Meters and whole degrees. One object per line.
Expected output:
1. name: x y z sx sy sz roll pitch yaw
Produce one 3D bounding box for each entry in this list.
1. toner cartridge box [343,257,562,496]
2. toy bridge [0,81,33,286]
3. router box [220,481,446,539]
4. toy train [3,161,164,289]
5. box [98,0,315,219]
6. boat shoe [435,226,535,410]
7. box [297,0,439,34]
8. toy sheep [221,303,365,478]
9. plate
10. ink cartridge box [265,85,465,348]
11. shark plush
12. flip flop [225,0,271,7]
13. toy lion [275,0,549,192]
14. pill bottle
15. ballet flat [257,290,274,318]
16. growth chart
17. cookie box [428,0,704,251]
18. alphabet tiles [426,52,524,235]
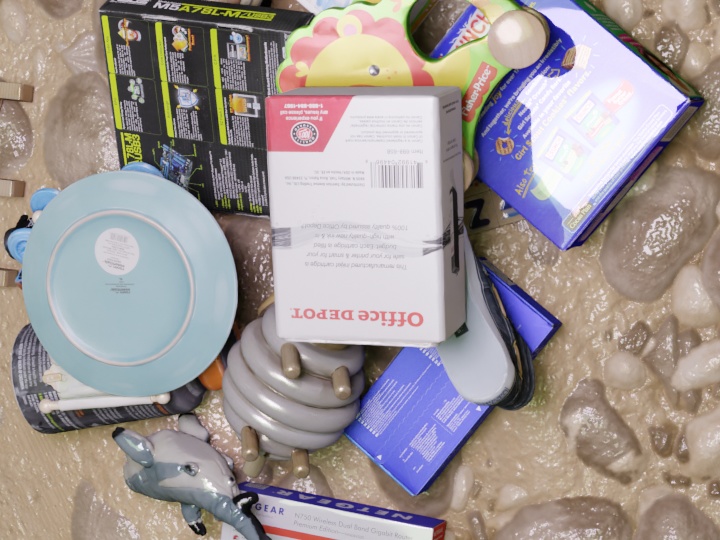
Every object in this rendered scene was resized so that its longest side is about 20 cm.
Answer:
1. toner cartridge box: 0.079 0.094 1.745 0.095 0.043 0.200 41 102 13
2. toy bridge: -0.355 -0.080 1.880 0.067 0.027 0.201 7 94 19
3. router box: -0.033 0.298 1.784 0.199 0.049 0.180 10 95 16
4. toy train: -0.232 -0.024 1.801 0.200 0.087 0.114 -14 126 30
5. box: -0.128 -0.143 1.752 0.193 0.048 0.200 9 127 19
6. boat shoe: 0.086 0.029 1.681 0.071 0.091 0.201 -26 70 15
7. box: 0.035 -0.295 1.714 0.112 0.101 0.200 41 103 12
8. toy sheep: -0.061 0.104 1.724 0.138 0.138 0.200 37 114 13
9. plate: -0.204 0.014 1.702 0.200 0.026 0.201 3 100 15
10. ink cartridge box: 0.006 -0.046 1.593 0.144 0.084 0.201 2 101 18
11. shark plush: -0.141 0.200 1.785 0.200 0.091 0.084 23 114 29
12. flip flop: -0.102 -0.262 1.752 0.057 0.081 0.200 22 120 6
13. toy lion: 0.033 -0.163 1.635 0.191 0.069 0.200 30 105 2
14. pill bottle: -0.209 0.085 1.801 0.199 0.106 0.107 -9 89 17
15. ballet flat: 0.000 0.000 1.765 0.200 0.069 0.063 -16 60 17
16. growth chart: -0.223 0.030 1.730 0.144 0.018 0.201 0 100 15
17. cookie box: 0.161 -0.146 1.687 0.200 0.075 0.171 42 105 11
18. alphabet tiles: 0.102 -0.119 1.750 0.200 0.008 0.168 -16 87 17
